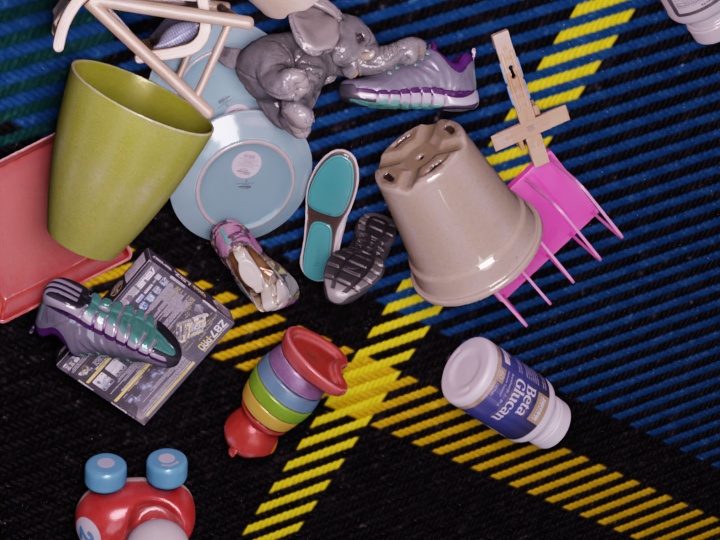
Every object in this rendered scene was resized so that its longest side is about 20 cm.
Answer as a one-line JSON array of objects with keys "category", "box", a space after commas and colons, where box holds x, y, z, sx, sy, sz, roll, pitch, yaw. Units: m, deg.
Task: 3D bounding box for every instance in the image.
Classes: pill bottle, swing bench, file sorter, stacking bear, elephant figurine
[{"category": "pill bottle", "box": [0.446, -0.407, 1.661, 0.110, 0.111, 0.200, -39, 121, 3]}, {"category": "swing bench", "box": [-0.249, -0.285, 1.424, 0.198, 0.199, 0.131, 23, 99, -20]}, {"category": "pill bottle", "box": [0.228, 0.194, 1.882, 0.199, 0.111, 0.112, 33, 102, -29]}, {"category": "file sorter", "box": [0.257, -0.041, 1.768, 0.200, 0.126, 0.139, -43, 120, 5]}, {"category": "stacking bear", "box": [-0.121, 0.189, 1.767, 0.113, 0.122, 0.201, 35, 109, -15]}, {"category": "elephant figurine", "box": [-0.048, -0.274, 1.541, 0.200, 0.141, 0.156, -46, 121, -13]}]

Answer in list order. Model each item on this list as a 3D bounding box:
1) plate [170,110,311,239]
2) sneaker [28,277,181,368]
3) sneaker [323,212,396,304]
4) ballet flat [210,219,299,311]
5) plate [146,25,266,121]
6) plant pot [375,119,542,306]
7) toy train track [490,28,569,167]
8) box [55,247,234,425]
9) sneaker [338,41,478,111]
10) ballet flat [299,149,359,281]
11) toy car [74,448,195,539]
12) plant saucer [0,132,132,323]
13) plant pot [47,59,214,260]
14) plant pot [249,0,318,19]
[{"category": "plate", "box": [-0.154, -0.117, 1.624, 0.197, 0.026, 0.202, -13, 129, -16]}, {"category": "sneaker", "box": [-0.335, 0.088, 1.621, 0.198, 0.075, 0.088, 29, 116, -8]}, {"category": "sneaker", "box": [0.000, 0.000, 1.676, 0.075, 0.200, 0.080, 24, 125, 9]}, {"category": "ballet flat", "box": [-0.139, 0.010, 1.664, 0.068, 0.072, 0.201, -29, 137, 7]}, {"category": "plate", "box": [-0.177, -0.222, 1.592, 0.197, 0.026, 0.203, -8, 116, -16]}, {"category": "plant pot", "box": [0.117, -0.089, 1.640, 0.199, 0.201, 0.184, -35, 124, 1]}, {"category": "toy train track", "box": [0.221, -0.241, 1.716, 0.113, 0.033, 0.202, -22, 114, 1]}, {"category": "box", "box": [-0.296, 0.093, 1.692, 0.161, 0.049, 0.200, 38, 98, -27]}, {"category": "sneaker", "box": [0.063, -0.260, 1.634, 0.197, 0.074, 0.089, 0, 93, -23]}, {"category": "ballet flat", "box": [-0.042, -0.082, 1.683, 0.068, 0.070, 0.203, 2, 120, -19]}, {"category": "toy car", "box": [-0.311, 0.387, 1.742, 0.174, 0.200, 0.187, -1, 115, -18]}, {"category": "plant saucer", "box": [-0.425, -0.059, 1.582, 0.197, 0.037, 0.202, -27, 121, -5]}, {"category": "plant pot", "box": [-0.302, -0.122, 1.496, 0.185, 0.187, 0.202, 20, 108, -26]}, {"category": "plant pot", "box": [-0.118, -0.405, 1.443, 0.200, 0.201, 0.183, -42, 132, 5]}]
